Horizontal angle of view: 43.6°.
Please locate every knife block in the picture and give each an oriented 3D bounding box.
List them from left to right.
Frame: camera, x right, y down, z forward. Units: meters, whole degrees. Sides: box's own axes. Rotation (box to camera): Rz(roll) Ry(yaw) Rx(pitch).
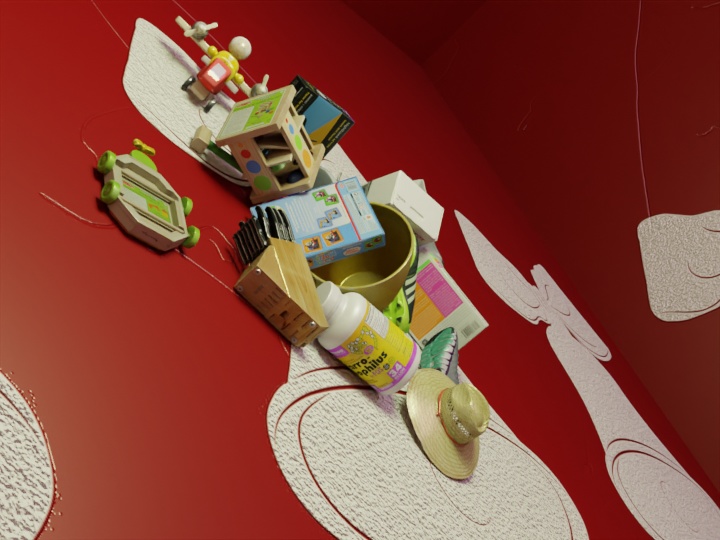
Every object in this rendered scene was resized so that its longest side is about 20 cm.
[{"bbox_3d":[-0.119,-0.003,1.422,0.200,0.064,0.176,44,34,-12],"label":"knife block"}]

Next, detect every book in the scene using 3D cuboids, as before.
[{"bbox_3d":[0.144,0.073,1.809,0.201,0.133,0.048,53,15,10],"label":"book"}]

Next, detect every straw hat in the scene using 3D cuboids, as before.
[{"bbox_3d":[0.174,0.245,1.542,0.200,0.085,0.203,30,43,-32],"label":"straw hat"}]

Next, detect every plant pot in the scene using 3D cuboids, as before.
[{"bbox_3d":[0.000,0.000,1.585,0.143,0.197,0.201,81,-11,-48],"label":"plant pot"}]

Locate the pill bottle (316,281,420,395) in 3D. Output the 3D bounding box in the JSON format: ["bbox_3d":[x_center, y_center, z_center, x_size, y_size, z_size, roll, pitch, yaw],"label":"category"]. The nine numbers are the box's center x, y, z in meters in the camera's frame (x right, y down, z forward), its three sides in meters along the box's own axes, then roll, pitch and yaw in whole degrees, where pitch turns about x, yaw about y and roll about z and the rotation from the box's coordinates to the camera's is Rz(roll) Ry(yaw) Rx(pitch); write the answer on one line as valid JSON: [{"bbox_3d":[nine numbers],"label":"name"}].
[{"bbox_3d":[-0.001,0.107,1.469,0.200,0.104,0.105,41,20,-21],"label":"pill bottle"}]

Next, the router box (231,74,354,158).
[{"bbox_3d":[-0.128,-0.255,1.724,0.148,0.200,0.051,27,22,-46],"label":"router box"}]

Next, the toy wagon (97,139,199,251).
[{"bbox_3d":[-0.310,-0.113,1.302,0.155,0.039,0.201,33,24,-40],"label":"toy wagon"}]

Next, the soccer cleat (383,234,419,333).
[{"bbox_3d":[0.081,0.025,1.760,0.081,0.067,0.203,34,62,-65],"label":"soccer cleat"}]

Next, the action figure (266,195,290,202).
[{"bbox_3d":[-0.101,-0.107,1.675,0.201,0.099,0.065,50,18,12],"label":"action figure"}]

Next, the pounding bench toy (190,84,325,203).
[{"bbox_3d":[-0.185,-0.207,1.606,0.125,0.197,0.157,-75,146,-47],"label":"pounding bench toy"}]

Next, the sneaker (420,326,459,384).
[{"bbox_3d":[0.159,0.195,1.712,0.088,0.074,0.201,53,33,-20],"label":"sneaker"}]

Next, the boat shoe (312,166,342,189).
[{"bbox_3d":[-0.077,-0.174,1.817,0.085,0.076,0.201,9,18,-40],"label":"boat shoe"}]

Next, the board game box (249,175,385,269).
[{"bbox_3d":[-0.075,-0.075,1.539,0.037,0.197,0.152,85,-15,-49],"label":"board game box"}]

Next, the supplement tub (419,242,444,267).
[{"bbox_3d":[0.097,-0.053,1.965,0.122,0.122,0.201,31,25,-40],"label":"supplement tub"}]

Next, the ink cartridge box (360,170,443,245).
[{"bbox_3d":[0.048,-0.108,1.825,0.144,0.198,0.085,36,56,-33],"label":"ink cartridge box"}]

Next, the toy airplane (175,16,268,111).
[{"bbox_3d":[-0.268,-0.409,1.801,0.199,0.141,0.200,21,33,-53],"label":"toy airplane"}]

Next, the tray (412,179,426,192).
[{"bbox_3d":[0.049,-0.148,1.974,0.108,0.197,0.022,-95,171,-60],"label":"tray"}]
